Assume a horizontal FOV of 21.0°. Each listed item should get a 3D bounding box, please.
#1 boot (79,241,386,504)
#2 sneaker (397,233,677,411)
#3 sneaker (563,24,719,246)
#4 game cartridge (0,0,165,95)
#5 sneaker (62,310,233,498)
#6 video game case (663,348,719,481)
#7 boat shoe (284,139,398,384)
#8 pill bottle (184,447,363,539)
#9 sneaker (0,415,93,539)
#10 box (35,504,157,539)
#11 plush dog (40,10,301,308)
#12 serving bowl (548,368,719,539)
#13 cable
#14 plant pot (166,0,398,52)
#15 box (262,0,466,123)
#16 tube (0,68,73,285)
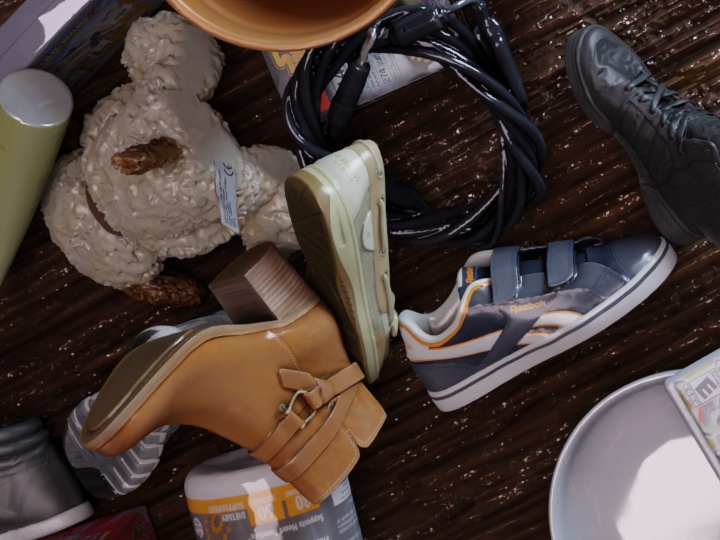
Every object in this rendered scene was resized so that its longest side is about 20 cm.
[{"bbox_3d":[-0.075,0.096,1.272,0.200,0.074,0.155,-43,108,-28],"label":"boot"},{"bbox_3d":[0.117,0.018,1.336,0.200,0.078,0.080,-32,103,14],"label":"sneaker"},{"bbox_3d":[0.222,-0.088,1.294,0.104,0.060,0.200,-22,101,55],"label":"sneaker"},{"bbox_3d":[-0.201,-0.166,1.344,0.200,0.133,0.042,-44,88,13],"label":"game cartridge"},{"bbox_3d":[-0.131,0.092,1.397,0.075,0.115,0.200,56,139,10],"label":"sneaker"},{"bbox_3d":[0.327,0.115,1.275,0.182,0.023,0.200,-31,91,13],"label":"video game case"},{"bbox_3d":[-0.002,-0.002,1.330,0.063,0.201,0.073,-33,47,-20],"label":"boat shoe"},{"bbox_3d":[-0.048,0.225,1.376,0.116,0.116,0.201,-13,94,11],"label":"pill bottle"},{"bbox_3d":[-0.304,0.167,1.442,0.199,0.071,0.100,-19,90,8],"label":"sneaker"},{"bbox_3d":[-0.206,0.245,1.363,0.099,0.200,0.096,-17,95,12],"label":"box"},{"bbox_3d":[-0.153,-0.054,1.358,0.200,0.160,0.172,52,129,2],"label":"plush dog"},{"bbox_3d":[0.231,0.162,1.344,0.199,0.066,0.201,1,98,10],"label":"serving bowl"},{"bbox_3d":[0.039,-0.086,1.316,0.163,0.051,0.200,-19,124,6],"label":"cable"},{"bbox_3d":[-0.038,-0.241,1.246,0.199,0.140,0.201,1,97,11],"label":"plant pot"},{"bbox_3d":[-0.019,-0.214,1.346,0.136,0.040,0.201,-23,93,13],"label":"box"},{"bbox_3d":[-0.243,-0.057,1.343,0.052,0.058,0.200,41,142,10],"label":"tube"}]
